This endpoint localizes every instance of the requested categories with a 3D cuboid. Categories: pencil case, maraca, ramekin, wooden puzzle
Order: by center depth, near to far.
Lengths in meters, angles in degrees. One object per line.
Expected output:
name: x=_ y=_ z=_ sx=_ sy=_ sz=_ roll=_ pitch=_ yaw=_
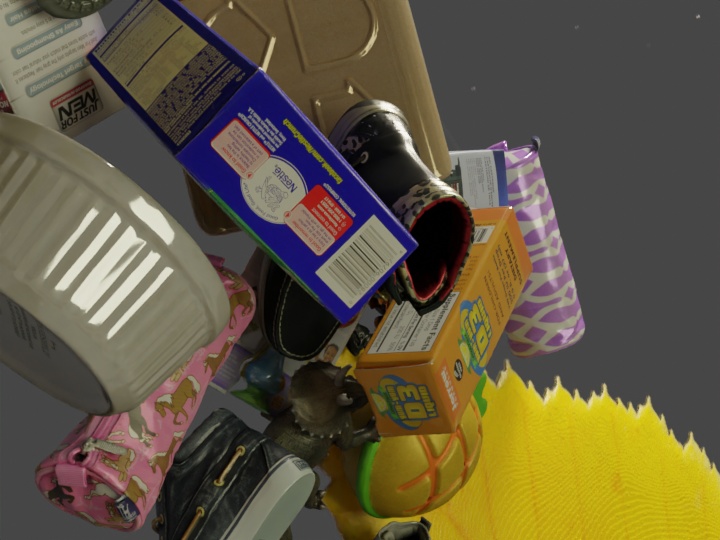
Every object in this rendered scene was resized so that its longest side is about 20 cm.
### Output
ramekin: x=-0.187 y=0.005 z=0.906 sx=0.094 sy=0.202 sz=0.203 roll=-53 pitch=125 yaw=-23
pencil case: x=-0.145 y=0.081 z=1.022 sx=0.083 sy=0.086 sz=0.201 roll=41 pitch=56 yaw=-21
wooden puzzle: x=-0.047 y=-0.134 z=1.108 sx=0.199 sy=0.046 sz=0.186 roll=-14 pitch=85 yaw=-10
maraca: x=0.054 y=0.140 z=1.228 sx=0.200 sy=0.107 sz=0.138 roll=2 pitch=112 yaw=-60
pencil case: x=0.149 y=-0.019 z=1.371 sx=0.086 sy=0.083 sz=0.201 roll=-90 pitch=165 yaw=-75

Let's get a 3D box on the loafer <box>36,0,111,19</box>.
loafer: x=-0.170 y=-0.257 z=0.951 sx=0.075 sy=0.069 sz=0.201 roll=33 pitch=76 yaw=-56

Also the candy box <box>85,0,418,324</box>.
candy box: x=-0.074 y=-0.078 z=0.939 sx=0.077 sy=0.200 sz=0.169 roll=-44 pitch=125 yaw=-1

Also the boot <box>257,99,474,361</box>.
boot: x=-0.001 y=-0.001 z=1.018 sx=0.073 sy=0.154 sz=0.204 roll=14 pitch=111 yaw=-28

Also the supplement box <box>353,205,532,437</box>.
supplement box: x=0.064 y=0.034 z=1.078 sx=0.200 sy=0.068 sz=0.067 roll=-57 pitch=134 yaw=-46

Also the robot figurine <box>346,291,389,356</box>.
robot figurine: x=0.016 y=-0.016 z=1.230 sx=0.145 sy=0.058 sz=0.200 roll=-52 pitch=124 yaw=-31

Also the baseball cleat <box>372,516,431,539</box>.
baseball cleat: x=-0.002 y=0.267 z=1.162 sx=0.200 sy=0.069 sz=0.107 roll=-50 pitch=158 yaw=-48

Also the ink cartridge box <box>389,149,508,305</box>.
ink cartridge box: x=0.081 y=-0.039 z=1.220 sx=0.200 sy=0.042 sz=0.120 roll=-12 pitch=99 yaw=-62

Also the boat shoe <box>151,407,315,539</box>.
boat shoe: x=-0.123 y=0.199 z=1.055 sx=0.201 sy=0.091 sz=0.071 roll=-53 pitch=157 yaw=-5

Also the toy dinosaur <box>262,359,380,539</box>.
toy dinosaur: x=-0.047 y=0.136 z=1.115 sx=0.102 sy=0.077 sz=0.200 roll=13 pitch=120 yaw=-53

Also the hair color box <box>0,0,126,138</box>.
hair color box: x=-0.235 y=-0.179 z=0.959 sx=0.099 sy=0.060 sz=0.201 roll=-40 pitch=115 yaw=-42

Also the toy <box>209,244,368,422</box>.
toy: x=-0.034 y=0.020 z=1.133 sx=0.115 sy=0.047 sz=0.201 roll=35 pitch=82 yaw=-34
